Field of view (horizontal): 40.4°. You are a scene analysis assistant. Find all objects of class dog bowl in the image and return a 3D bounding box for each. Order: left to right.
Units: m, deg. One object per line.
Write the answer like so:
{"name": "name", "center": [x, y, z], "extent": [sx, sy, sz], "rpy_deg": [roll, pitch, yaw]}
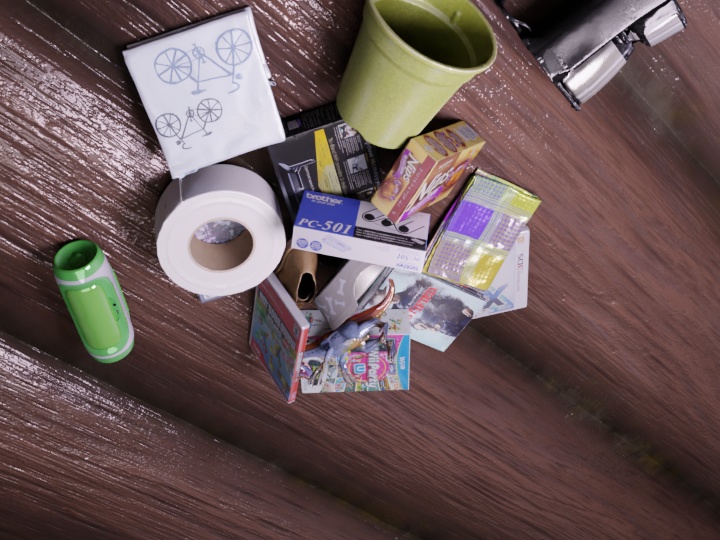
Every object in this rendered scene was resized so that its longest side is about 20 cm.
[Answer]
{"name": "dog bowl", "center": [0.000, 0.000, 1.558], "extent": [0.058, 0.200, 0.201], "rpy_deg": [40, 115, -2]}

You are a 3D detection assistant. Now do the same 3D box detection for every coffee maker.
{"name": "coffee maker", "center": [0.329, -0.357, 1.371], "extent": [0.199, 0.136, 0.191], "rpy_deg": [-39, 128, 18]}

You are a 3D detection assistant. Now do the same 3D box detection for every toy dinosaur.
{"name": "toy dinosaur", "center": [-0.031, 0.124, 1.647], "extent": [0.178, 0.204, 0.105], "rpy_deg": [-1, 149, 23]}

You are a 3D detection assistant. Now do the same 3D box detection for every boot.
{"name": "boot", "center": [-0.106, 0.030, 1.588], "extent": [0.072, 0.077, 0.201], "rpy_deg": [-3, 151, -13]}

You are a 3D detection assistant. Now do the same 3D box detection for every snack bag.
{"name": "snack bag", "center": [-0.210, -0.244, 1.368], "extent": [0.185, 0.021, 0.203], "rpy_deg": [-19, 118, -1]}

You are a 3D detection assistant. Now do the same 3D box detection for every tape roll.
{"name": "tape roll", "center": [-0.216, -0.060, 1.496], "extent": [0.198, 0.071, 0.205], "rpy_deg": [-8, 132, -8]}

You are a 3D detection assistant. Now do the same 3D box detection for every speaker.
{"name": "speaker", "center": [-0.420, 0.051, 1.549], "extent": [0.086, 0.089, 0.203], "rpy_deg": [-12, 132, -4]}

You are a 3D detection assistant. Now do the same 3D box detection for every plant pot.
{"name": "plant pot", "center": [0.058, -0.278, 1.345], "extent": [0.197, 0.203, 0.185], "rpy_deg": [11, 138, -24]}

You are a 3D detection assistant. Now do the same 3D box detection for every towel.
{"name": "towel", "center": [0.201, -0.060, 1.642], "extent": [0.141, 0.023, 0.202], "rpy_deg": [20, 115, -22]}

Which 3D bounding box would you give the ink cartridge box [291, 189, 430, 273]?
{"name": "ink cartridge box", "center": [0.002, -0.059, 1.451], "extent": [0.195, 0.095, 0.045], "rpy_deg": [11, 130, 1]}

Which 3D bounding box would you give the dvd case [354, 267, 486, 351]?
{"name": "dvd case", "center": [0.102, 0.061, 1.717], "extent": [0.197, 0.022, 0.147], "rpy_deg": [24, 127, -20]}

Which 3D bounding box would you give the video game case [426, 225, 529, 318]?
{"name": "video game case", "center": [0.202, 0.014, 1.729], "extent": [0.195, 0.022, 0.185], "rpy_deg": [-12, 132, -5]}

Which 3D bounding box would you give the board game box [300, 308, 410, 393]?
{"name": "board game box", "center": [-0.011, 0.143, 1.732], "extent": [0.195, 0.065, 0.150], "rpy_deg": [-2, 133, -1]}

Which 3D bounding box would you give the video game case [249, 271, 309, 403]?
{"name": "video game case", "center": [-0.138, 0.107, 1.622], "extent": [0.017, 0.144, 0.202], "rpy_deg": [-20, 144, -28]}

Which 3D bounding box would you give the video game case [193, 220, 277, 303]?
{"name": "video game case", "center": [-0.217, -0.042, 1.570], "extent": [0.140, 0.019, 0.203], "rpy_deg": [-16, 131, -2]}

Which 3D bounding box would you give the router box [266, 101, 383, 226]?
{"name": "router box", "center": [-0.049, -0.151, 1.497], "extent": [0.154, 0.053, 0.202], "rpy_deg": [-17, 132, -1]}

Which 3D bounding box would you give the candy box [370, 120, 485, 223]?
{"name": "candy box", "center": [0.103, -0.150, 1.459], "extent": [0.056, 0.199, 0.117], "rpy_deg": [41, 119, 10]}
